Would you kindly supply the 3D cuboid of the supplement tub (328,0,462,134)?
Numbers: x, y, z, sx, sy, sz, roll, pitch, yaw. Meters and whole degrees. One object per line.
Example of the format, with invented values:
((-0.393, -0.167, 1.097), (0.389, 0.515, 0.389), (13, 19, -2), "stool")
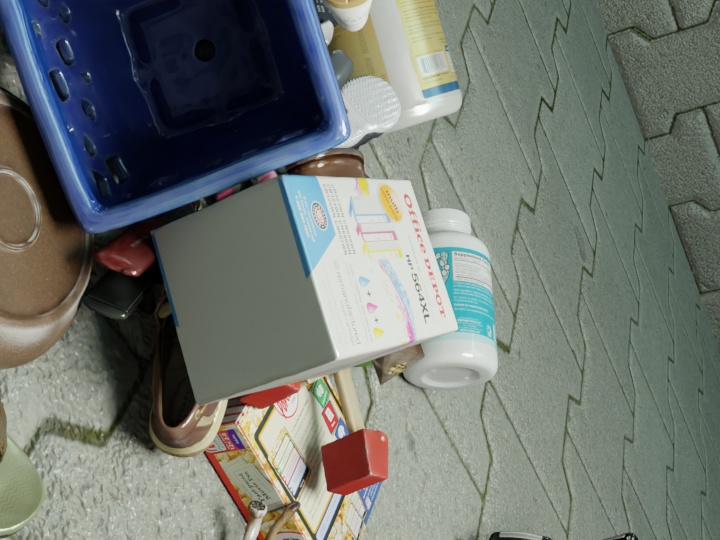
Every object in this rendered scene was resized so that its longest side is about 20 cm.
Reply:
((0.021, -0.256, 1.205), (0.145, 0.144, 0.201), (-31, 106, -64), "supplement tub")

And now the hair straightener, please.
((-0.163, -0.009, 0.819), (0.200, 0.041, 0.077), (-77, -172, -68), "hair straightener")

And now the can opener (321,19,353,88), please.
((-0.082, -0.165, 0.957), (0.067, 0.053, 0.200), (44, 50, 11), "can opener")

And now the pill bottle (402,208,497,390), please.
((0.100, 0.031, 1.262), (0.111, 0.110, 0.201), (38, 44, -53), "pill bottle")

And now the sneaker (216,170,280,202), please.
((-0.068, -0.022, 0.993), (0.095, 0.079, 0.200), (-69, 139, -61), "sneaker")

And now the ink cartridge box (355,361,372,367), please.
((0.001, -0.012, 1.137), (0.104, 0.059, 0.201), (47, 38, -46), "ink cartridge box")

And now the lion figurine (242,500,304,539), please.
((-0.085, 0.266, 0.803), (0.200, 0.072, 0.123), (-49, 155, -67), "lion figurine")

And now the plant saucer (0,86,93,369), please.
((-0.236, -0.037, 0.698), (0.200, 0.032, 0.201), (38, 46, -53), "plant saucer")

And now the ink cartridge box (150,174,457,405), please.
((-0.029, 0.009, 0.796), (0.200, 0.125, 0.129), (-8, 79, -58), "ink cartridge box")

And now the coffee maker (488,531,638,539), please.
((0.227, 0.396, 1.235), (0.135, 0.199, 0.192), (55, 32, -35), "coffee maker")

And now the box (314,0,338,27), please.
((-0.121, -0.280, 0.969), (0.200, 0.107, 0.149), (-21, 97, -65), "box")

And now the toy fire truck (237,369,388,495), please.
((-0.044, 0.076, 0.902), (0.141, 0.049, 0.201), (29, 44, -44), "toy fire truck")

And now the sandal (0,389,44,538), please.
((-0.239, 0.072, 0.602), (0.201, 0.057, 0.080), (64, 28, -25), "sandal")

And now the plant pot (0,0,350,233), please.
((-0.123, -0.157, 0.779), (0.180, 0.199, 0.201), (-82, 153, -82), "plant pot")

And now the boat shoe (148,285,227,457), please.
((-0.119, 0.036, 0.813), (0.072, 0.072, 0.201), (90, 12, -67), "boat shoe")

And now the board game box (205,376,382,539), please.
((-0.055, 0.165, 0.948), (0.200, 0.046, 0.152), (64, 28, -23), "board game box")

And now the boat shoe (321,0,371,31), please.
((-0.034, -0.304, 0.970), (0.069, 0.071, 0.201), (83, -6, -69), "boat shoe")

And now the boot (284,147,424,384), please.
((0.000, 0.000, 0.980), (0.186, 0.064, 0.201), (23, 53, -68), "boot")

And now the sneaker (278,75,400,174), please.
((-0.060, -0.121, 1.052), (0.200, 0.114, 0.076), (-23, 81, -30), "sneaker")
